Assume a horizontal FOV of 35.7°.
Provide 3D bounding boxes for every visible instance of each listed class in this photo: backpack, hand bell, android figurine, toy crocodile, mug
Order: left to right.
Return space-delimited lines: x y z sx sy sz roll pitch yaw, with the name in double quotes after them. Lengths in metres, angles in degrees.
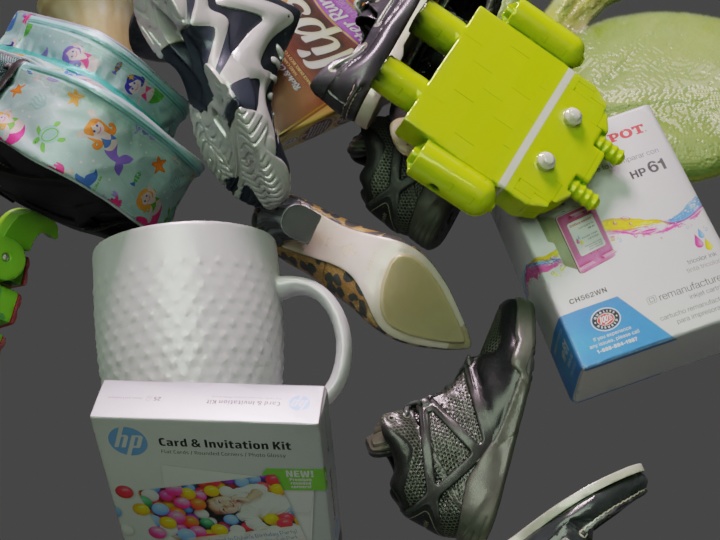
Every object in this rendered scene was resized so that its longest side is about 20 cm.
-0.322 0.034 0.959 0.067 0.062 0.201 -9 59 47 "toy crocodile"
-0.223 -0.106 0.893 0.200 0.178 0.151 27 80 39 "backpack"
-0.231 -0.158 1.033 0.104 0.104 0.201 -13 77 0 "hand bell"
-0.106 0.065 0.870 0.199 0.148 0.176 -6 75 2 "mug"
0.111 -0.122 0.867 0.200 0.041 0.182 35 70 -1 "android figurine"

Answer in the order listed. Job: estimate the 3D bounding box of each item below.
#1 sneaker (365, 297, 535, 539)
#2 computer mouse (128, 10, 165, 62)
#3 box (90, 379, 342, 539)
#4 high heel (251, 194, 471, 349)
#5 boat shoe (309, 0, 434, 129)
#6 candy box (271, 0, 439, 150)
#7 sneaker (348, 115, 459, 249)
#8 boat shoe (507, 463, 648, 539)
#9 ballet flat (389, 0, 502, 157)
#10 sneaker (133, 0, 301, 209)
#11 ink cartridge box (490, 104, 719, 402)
0.071 0.103 0.871 0.114 0.076 0.200 17 74 7 "sneaker"
-0.127 -0.261 1.025 0.053 0.139 0.200 38 74 20 "computer mouse"
-0.094 0.165 0.797 0.155 0.201 0.041 1 36 6 "box"
0.000 0.000 0.947 0.200 0.143 0.072 36 85 -16 "high heel"
0.021 -0.213 0.935 0.063 0.073 0.201 25 68 2 "boat shoe"
-0.016 -0.196 0.990 0.199 0.056 0.117 -27 84 -15 "candy box"
0.062 -0.127 0.969 0.114 0.076 0.200 28 77 11 "sneaker"
0.136 0.216 0.814 0.199 0.075 0.066 -31 68 -7 "boat shoe"
0.067 -0.179 0.916 0.066 0.057 0.201 12 64 17 "ballet flat"
-0.080 -0.157 0.889 0.129 0.079 0.200 -31 89 -36 "sneaker"
0.203 -0.017 0.907 0.144 0.085 0.201 -19 64 -2 "ink cartridge box"
